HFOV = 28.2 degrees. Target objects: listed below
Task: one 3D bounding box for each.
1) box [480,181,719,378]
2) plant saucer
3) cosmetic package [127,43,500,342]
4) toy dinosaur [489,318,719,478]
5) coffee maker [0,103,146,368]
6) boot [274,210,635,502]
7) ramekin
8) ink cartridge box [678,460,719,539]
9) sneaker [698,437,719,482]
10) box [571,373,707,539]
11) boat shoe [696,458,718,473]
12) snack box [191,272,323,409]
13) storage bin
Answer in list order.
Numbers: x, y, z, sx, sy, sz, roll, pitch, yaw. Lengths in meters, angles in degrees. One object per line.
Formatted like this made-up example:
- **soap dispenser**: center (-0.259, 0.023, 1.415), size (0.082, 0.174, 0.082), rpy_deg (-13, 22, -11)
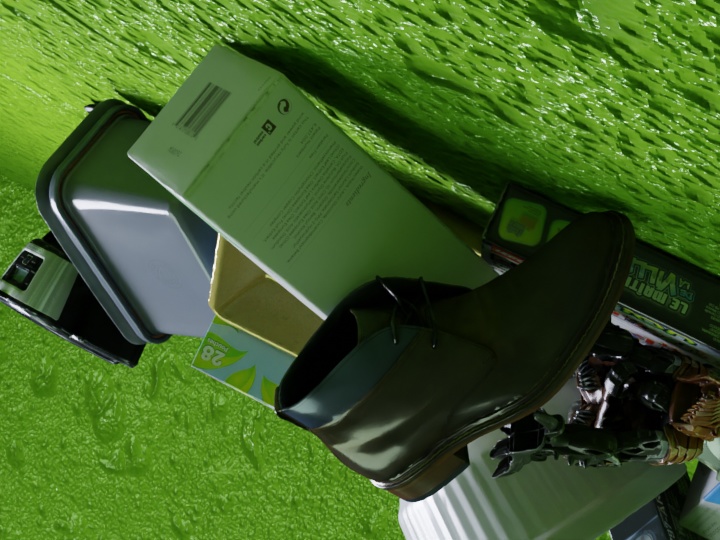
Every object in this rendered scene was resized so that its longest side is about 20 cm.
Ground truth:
- **box**: center (0.163, 0.018, 0.797), size (0.199, 0.035, 0.110), rpy_deg (26, 174, 7)
- **plant saucer**: center (0.000, 0.000, 0.979), size (0.199, 0.049, 0.201), rpy_deg (26, 143, 8)
- **cosmetic package**: center (-0.017, -0.025, 0.786), size (0.200, 0.085, 0.108), rpy_deg (41, 176, -29)
- **toy dinosaur**: center (0.151, 0.067, 0.793), size (0.134, 0.103, 0.200), rpy_deg (13, 148, -9)
- **coffee maker**: center (-0.204, -0.019, 1.290), size (0.191, 0.201, 0.135), rpy_deg (28, 175, -17)
- **boot**: center (0.045, 0.033, 0.718), size (0.096, 0.200, 0.075), rpy_deg (28, -155, -27)
- **ramekin**: center (0.116, 0.152, 0.979), size (0.095, 0.201, 0.202), rpy_deg (56, -179, 12)
- **ink cartridge box**: center (0.361, 0.192, 1.092), size (0.199, 0.068, 0.116), rpy_deg (26, 147, 3)
- **sneaker**: center (0.256, 0.115, 0.848), size (0.198, 0.076, 0.115), rpy_deg (20, -156, 8)
- **box**: center (0.235, 0.172, 1.189), size (0.160, 0.043, 0.201), rpy_deg (33, -144, -54)
- **boat shoe**: center (0.218, 0.079, 0.941), size (0.199, 0.072, 0.060), rpy_deg (33, -160, -11)
- **snack box**: center (-0.002, 0.043, 1.084), size (0.199, 0.170, 0.068), rpy_deg (26, 176, 8)
- **storage bin**: center (-0.139, -0.036, 1.164), size (0.133, 0.146, 0.201), rpy_deg (10, 141, 36)
